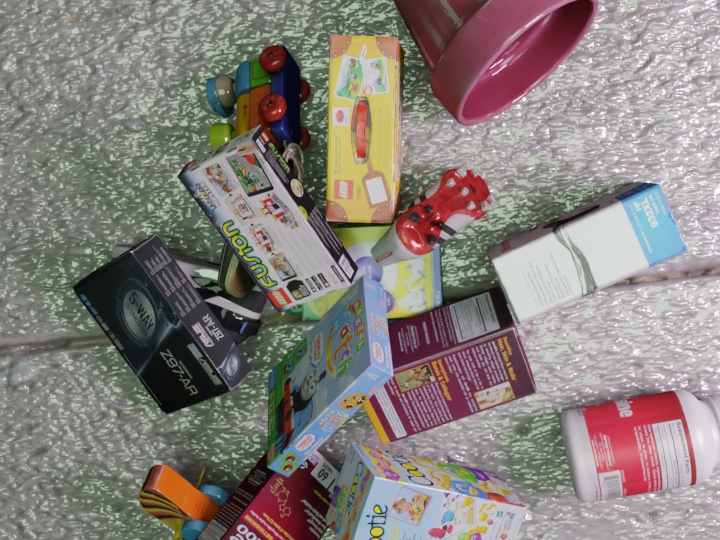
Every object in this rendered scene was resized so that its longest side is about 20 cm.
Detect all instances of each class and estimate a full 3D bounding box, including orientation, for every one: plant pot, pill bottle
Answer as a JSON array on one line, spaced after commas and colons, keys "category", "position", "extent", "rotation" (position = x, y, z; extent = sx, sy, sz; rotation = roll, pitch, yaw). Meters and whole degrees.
[{"category": "plant pot", "position": [0.131, -0.293, 1.120], "extent": [0.200, 0.200, 0.179], "rotation": [-40, 77, 9]}, {"category": "pill bottle", "position": [0.345, 0.204, 1.194], "extent": [0.199, 0.112, 0.113], "rotation": [-11, 96, 6]}]

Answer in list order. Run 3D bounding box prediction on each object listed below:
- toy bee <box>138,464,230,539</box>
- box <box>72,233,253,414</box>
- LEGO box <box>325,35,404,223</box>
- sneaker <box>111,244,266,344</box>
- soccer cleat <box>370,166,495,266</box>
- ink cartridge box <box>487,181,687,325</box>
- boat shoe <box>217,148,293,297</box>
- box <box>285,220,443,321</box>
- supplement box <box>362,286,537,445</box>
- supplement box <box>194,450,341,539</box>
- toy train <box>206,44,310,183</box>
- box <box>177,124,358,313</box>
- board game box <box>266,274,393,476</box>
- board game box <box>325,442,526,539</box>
[{"category": "toy bee", "position": [-0.207, 0.324, 1.263], "extent": [0.109, 0.131, 0.200], "rotation": [-32, 98, 40]}, {"category": "box", "position": [-0.240, 0.069, 1.212], "extent": [0.160, 0.044, 0.200], "rotation": [-22, 106, 46]}, {"category": "LEGO box", "position": [0.007, -0.161, 1.160], "extent": [0.077, 0.149, 0.201], "rotation": [2, 97, 5]}, {"category": "sneaker", "position": [-0.219, 0.040, 1.245], "extent": [0.199, 0.073, 0.112], "rotation": [14, 97, 2]}, {"category": "soccer cleat", "position": [0.084, -0.062, 1.163], "extent": [0.085, 0.200, 0.069], "rotation": [-31, 95, 41]}, {"category": "ink cartridge box", "position": [0.252, -0.024, 1.156], "extent": [0.199, 0.145, 0.084], "rotation": [-24, 94, 8]}, {"category": "boat shoe", "position": [-0.136, -0.065, 1.216], "extent": [0.065, 0.073, 0.201], "rotation": [11, 72, 23]}, {"category": "box", "position": [0.000, 0.000, 1.234], "extent": [0.199, 0.048, 0.118], "rotation": [-3, 97, 7]}, {"category": "supplement box", "position": [0.095, 0.114, 1.200], "extent": [0.199, 0.086, 0.111], "rotation": [-20, 125, 7]}, {"category": "supplement box", "position": [-0.109, 0.306, 1.220], "extent": [0.109, 0.061, 0.200], "rotation": [47, 71, -23]}, {"category": "toy train", "position": [-0.125, -0.158, 1.173], "extent": [0.115, 0.085, 0.201], "rotation": [-11, 61, 18]}, {"category": "box", "position": [-0.101, -0.052, 1.119], "extent": [0.110, 0.035, 0.200], "rotation": [-20, 116, 30]}, {"category": "board game box", "position": [-0.040, 0.122, 1.173], "extent": [0.037, 0.152, 0.200], "rotation": [29, 121, -25]}, {"category": "board game box", "position": [0.076, 0.288, 1.202], "extent": [0.199, 0.103, 0.105], "rotation": [16, 99, -19]}]
